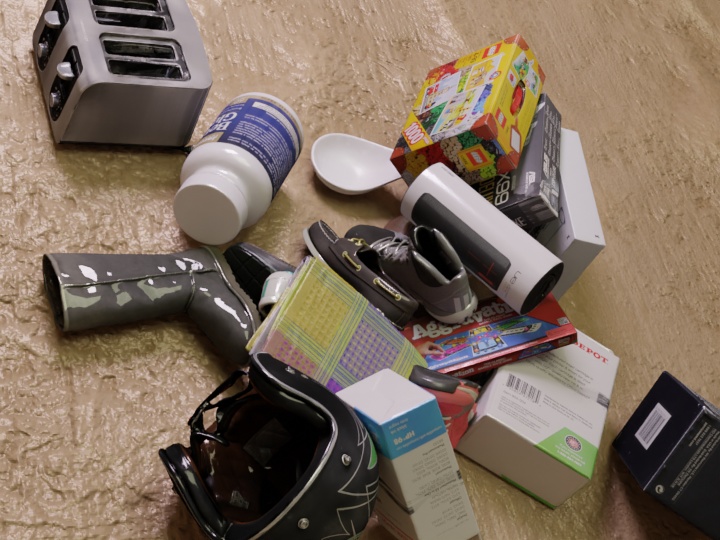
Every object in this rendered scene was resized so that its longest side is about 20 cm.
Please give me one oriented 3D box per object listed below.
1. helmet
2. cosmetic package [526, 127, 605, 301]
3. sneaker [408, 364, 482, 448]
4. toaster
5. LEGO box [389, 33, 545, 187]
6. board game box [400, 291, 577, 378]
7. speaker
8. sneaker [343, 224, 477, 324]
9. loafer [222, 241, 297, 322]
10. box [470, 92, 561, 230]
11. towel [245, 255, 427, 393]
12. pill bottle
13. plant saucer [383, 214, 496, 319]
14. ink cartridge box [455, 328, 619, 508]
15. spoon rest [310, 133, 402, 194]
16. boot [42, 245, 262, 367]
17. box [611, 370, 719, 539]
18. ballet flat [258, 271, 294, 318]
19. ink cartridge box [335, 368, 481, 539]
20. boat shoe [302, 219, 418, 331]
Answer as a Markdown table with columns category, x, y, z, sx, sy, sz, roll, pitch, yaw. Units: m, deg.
| category | x | y | z | sx | sy | sz | roll | pitch | yaw |
| --- | --- | --- | --- | --- | --- | --- | --- | --- | --- |
| helmet | -0.075 | 0.194 | 1.112 | 0.191 | 0.200 | 0.200 | 44 | 45 | 14 |
| cosmetic package | 0.250 | -0.068 | 1.551 | 0.051 | 0.151 | 0.201 | 13 | 48 | -21 |
| sneaker | 0.086 | 0.162 | 1.249 | 0.073 | 0.200 | 0.087 | 15 | 75 | 15 |
| toaster | -0.281 | -0.243 | 1.408 | 0.199 | 0.119 | 0.182 | 0 | 55 | -31 |
| LEGO box | 0.140 | -0.196 | 1.497 | 0.077 | 0.148 | 0.200 | 52 | 40 | -27 |
| board game box | 0.143 | 0.076 | 1.376 | 0.199 | 0.020 | 0.103 | -17 | 37 | -6 |
| speaker | 0.144 | -0.038 | 1.386 | 0.200 | 0.081 | 0.081 | 42 | 44 | 21 |
| sneaker | 0.057 | -0.027 | 1.390 | 0.200 | 0.116 | 0.075 | 31 | 63 | 28 |
| loafer | -0.072 | 0.034 | 1.343 | 0.200 | 0.073 | 0.072 | 42 | 35 | -7 |
| box | 0.178 | -0.123 | 1.505 | 0.050 | 0.157 | 0.201 | 47 | 37 | -33 |
| towel | -0.019 | 0.092 | 1.251 | 0.200 | 0.023 | 0.144 | 41 | 56 | -20 |
| pill bottle | -0.146 | -0.118 | 1.375 | 0.111 | 0.111 | 0.200 | 30 | 38 | -5 |
| plant saucer | 0.116 | -0.005 | 1.506 | 0.199 | 0.032 | 0.201 | 17 | 47 | -18 |
| ink cartridge box | 0.213 | 0.156 | 1.390 | 0.145 | 0.084 | 0.200 | 31 | 45 | -4 |
| spoon rest | 0.028 | -0.131 | 1.537 | 0.199 | 0.061 | 0.100 | 12 | 49 | -23 |
| boot | -0.221 | 0.041 | 1.242 | 0.199 | 0.073 | 0.182 | -2 | 41 | -39 |
| box | 0.419 | 0.237 | 1.354 | 0.198 | 0.124 | 0.200 | 34 | 7 | -1 |
| ballet flat | -0.045 | 0.091 | 1.281 | 0.200 | 0.069 | 0.070 | 50 | 43 | -14 |
| ink cartridge box | 0.052 | 0.213 | 1.186 | 0.066 | 0.116 | 0.201 | -24 | 108 | -18 |
| boat shoe | 0.000 | 0.000 | 1.375 | 0.072 | 0.061 | 0.201 | 30 | 17 | -50 |
